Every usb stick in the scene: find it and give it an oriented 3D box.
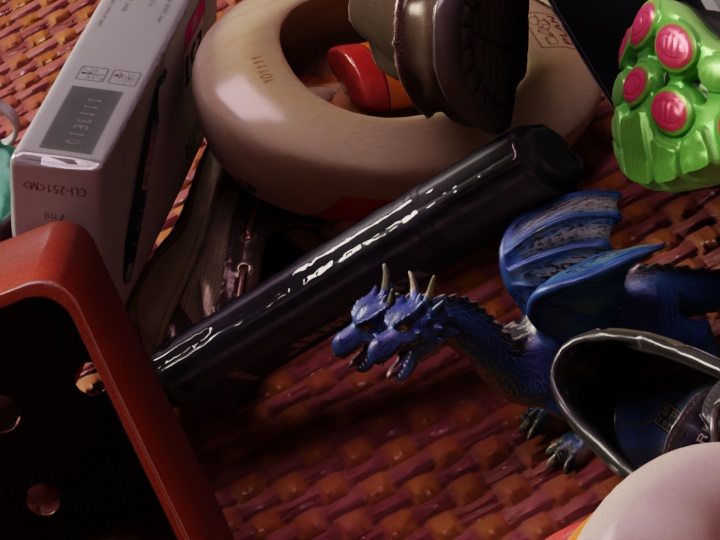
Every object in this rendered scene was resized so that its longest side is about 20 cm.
[{"bbox_3d":[0.000,0.000,1.172,0.199,0.033,0.055,-31,-10,22],"label":"usb stick"}]

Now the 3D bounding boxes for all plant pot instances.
[{"bbox_3d":[-0.151,0.090,1.109,0.199,0.201,0.176,-21,19,9],"label":"plant pot"}]

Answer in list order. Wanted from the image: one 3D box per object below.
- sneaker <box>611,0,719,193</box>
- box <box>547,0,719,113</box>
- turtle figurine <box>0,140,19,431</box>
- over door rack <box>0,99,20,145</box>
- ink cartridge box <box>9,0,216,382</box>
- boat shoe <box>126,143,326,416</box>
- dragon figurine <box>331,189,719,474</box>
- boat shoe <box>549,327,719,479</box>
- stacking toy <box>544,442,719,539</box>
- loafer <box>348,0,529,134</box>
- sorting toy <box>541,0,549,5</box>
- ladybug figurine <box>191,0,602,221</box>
[{"bbox_3d":[0.161,-0.060,1.076,0.083,0.077,0.200,9,2,-31],"label":"sneaker"},{"bbox_3d":[0.208,-0.156,1.181,0.200,0.124,0.196,-25,10,46],"label":"box"},{"bbox_3d":[-0.181,0.024,1.265,0.149,0.200,0.101,-35,66,-17],"label":"turtle figurine"},{"bbox_3d":[-0.283,-0.026,1.507,0.199,0.067,0.148,-18,30,16],"label":"over door rack"},{"bbox_3d":[-0.105,-0.025,1.276,0.043,0.174,0.200,7,34,8],"label":"ink cartridge box"},{"bbox_3d":[-0.047,-0.008,1.304,0.072,0.072,0.200,17,41,8],"label":"boat shoe"},{"bbox_3d":[0.090,0.008,1.121,0.199,0.100,0.059,-28,30,-3],"label":"dragon figurine"},{"bbox_3d":[0.130,0.064,1.009,0.070,0.066,0.200,-64,30,8],"label":"boat shoe"},{"bbox_3d":[0.072,0.137,0.943,0.146,0.146,0.200,-45,15,-30],"label":"stacking toy"},{"bbox_3d":[0.029,-0.094,1.179,0.071,0.073,0.200,1,5,7],"label":"loafer"},{"bbox_3d":[0.107,-0.196,1.462,0.198,0.070,0.200,-7,34,30],"label":"sorting toy"},{"bbox_3d":[0.017,-0.073,1.289,0.199,0.072,0.136,-8,47,-25],"label":"ladybug figurine"}]
